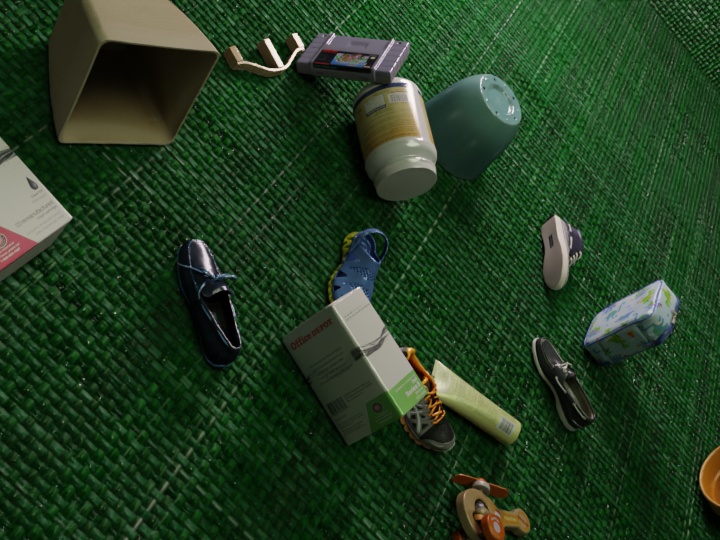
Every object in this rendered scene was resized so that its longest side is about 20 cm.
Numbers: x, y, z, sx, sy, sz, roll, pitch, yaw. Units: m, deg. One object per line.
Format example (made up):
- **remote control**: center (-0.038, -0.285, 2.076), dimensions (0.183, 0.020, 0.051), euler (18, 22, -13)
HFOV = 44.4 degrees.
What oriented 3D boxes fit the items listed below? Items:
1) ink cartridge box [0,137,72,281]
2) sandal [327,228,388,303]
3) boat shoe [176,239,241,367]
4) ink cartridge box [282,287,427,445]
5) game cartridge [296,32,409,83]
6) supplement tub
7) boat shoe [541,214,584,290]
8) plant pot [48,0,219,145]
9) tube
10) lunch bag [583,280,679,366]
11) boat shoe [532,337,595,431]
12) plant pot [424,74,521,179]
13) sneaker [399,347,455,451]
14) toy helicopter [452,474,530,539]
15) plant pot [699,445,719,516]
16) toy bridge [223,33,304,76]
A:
- **ink cartridge box**: center (-0.499, -0.091, 1.134), dimensions (0.201, 0.084, 0.145), euler (49, 42, -7)
- **sandal**: center (0.000, 0.000, 1.535), dimensions (0.079, 0.087, 0.203), euler (30, 50, -27)
- **boat shoe**: center (-0.214, 0.040, 1.325), dimensions (0.083, 0.068, 0.203), euler (-12, 73, -45)
- **ink cartridge box**: center (-0.011, 0.150, 1.386), dimensions (0.084, 0.145, 0.202), euler (-31, 87, -48)
- **game cartridge**: center (-0.015, -0.417, 1.726), dimensions (0.196, 0.039, 0.130), euler (10, 39, 17)
- **supplement tub**: center (0.069, -0.253, 1.710), dimensions (0.142, 0.144, 0.204), euler (8, 60, -38)
- **boat shoe**: center (0.464, -0.031, 1.983), dimensions (0.091, 0.075, 0.203), euler (23, 50, -21)
- **plant pot**: center (-0.366, -0.327, 1.337), dimensions (0.198, 0.200, 0.179), euler (-7, 58, -44)
- **tube**: center (0.203, 0.244, 1.602), dimensions (0.199, 0.052, 0.058), euler (36, 4, -16)
- **lunch bag**: center (0.592, 0.114, 1.919), dimensions (0.083, 0.199, 0.161), euler (47, 42, -9)
- **boat shoe**: center (0.416, 0.223, 1.794), dimensions (0.075, 0.060, 0.203), euler (-16, 77, -46)
- **plant pot**: center (0.251, -0.325, 1.910), dimensions (0.198, 0.160, 0.204), euler (22, 52, -31)
- **sneaker**: center (0.102, 0.219, 1.499), dimensions (0.201, 0.077, 0.078), euler (54, 41, -3)
- **toy helicopter**: center (0.226, 0.416, 1.510), dimensions (0.198, 0.078, 0.134), euler (23, 42, -44)
- **plant pot**: center (0.885, 0.510, 1.967), dimensions (0.184, 0.198, 0.202), euler (54, 40, -25)
- **toy bridge**: center (-0.170, -0.404, 1.672), dimensions (0.199, 0.027, 0.068), euler (-29, 88, -48)
